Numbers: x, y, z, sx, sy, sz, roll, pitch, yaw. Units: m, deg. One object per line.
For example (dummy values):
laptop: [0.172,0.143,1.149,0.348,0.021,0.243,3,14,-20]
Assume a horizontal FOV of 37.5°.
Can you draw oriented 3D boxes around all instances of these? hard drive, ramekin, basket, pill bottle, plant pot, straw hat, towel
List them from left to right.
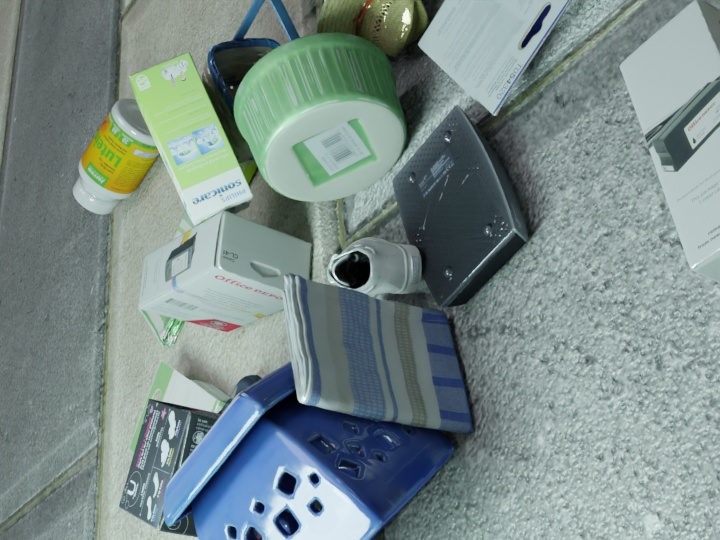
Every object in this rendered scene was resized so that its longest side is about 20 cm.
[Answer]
pill bottle: [-0.433,-0.198,1.895,0.200,0.111,0.111,-50,39,28]
towel: [-0.286,0.004,1.663,0.153,0.023,0.200,41,108,55]
basket: [-0.127,-0.251,1.428,0.200,0.139,0.176,-38,76,54]
plant pot: [-0.058,0.202,1.020,0.180,0.200,0.200,43,115,9]
ramekin: [-0.042,-0.172,1.253,0.200,0.200,0.098,-45,48,33]
towel: [0.018,0.081,1.030,0.024,0.200,0.147,-48,39,39]
straw hat: [0.036,-0.312,1.295,0.085,0.201,0.201,38,110,15]
hard drive: [0.105,-0.067,1.122,0.135,0.042,0.200,-49,39,30]

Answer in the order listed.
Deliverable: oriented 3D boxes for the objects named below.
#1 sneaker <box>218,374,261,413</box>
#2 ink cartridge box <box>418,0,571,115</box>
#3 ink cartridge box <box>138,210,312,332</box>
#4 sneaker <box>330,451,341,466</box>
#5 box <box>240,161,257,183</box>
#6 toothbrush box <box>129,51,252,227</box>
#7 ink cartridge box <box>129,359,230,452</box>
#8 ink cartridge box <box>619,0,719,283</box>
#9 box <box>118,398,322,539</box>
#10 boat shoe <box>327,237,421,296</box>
sneaker: [-0.181,0.224,1.348,0.070,0.082,0.200,11,83,57]
ink cartridge box: [0.165,-0.283,1.146,0.196,0.043,0.200,-56,38,19]
ink cartridge box: [-0.179,0.007,1.396,0.200,0.148,0.086,-24,55,46]
sneaker: [0.011,0.127,1.128,0.105,0.075,0.200,-15,58,57]
box: [-0.194,-0.179,1.602,0.200,0.048,0.122,-60,35,17]
toothbrush box: [-0.219,-0.163,1.379,0.200,0.086,0.146,65,171,-2]
ink cartridge box: [-0.245,0.221,1.473,0.200,0.048,0.146,22,92,57]
ink cartridge box: [0.288,-0.081,0.776,0.084,0.145,0.200,-40,43,38]
box: [-0.146,0.230,1.188,0.115,0.200,0.132,2,75,54]
boat shoe: [0.000,0.000,1.187,0.200,0.068,0.072,-163,76,-68]
